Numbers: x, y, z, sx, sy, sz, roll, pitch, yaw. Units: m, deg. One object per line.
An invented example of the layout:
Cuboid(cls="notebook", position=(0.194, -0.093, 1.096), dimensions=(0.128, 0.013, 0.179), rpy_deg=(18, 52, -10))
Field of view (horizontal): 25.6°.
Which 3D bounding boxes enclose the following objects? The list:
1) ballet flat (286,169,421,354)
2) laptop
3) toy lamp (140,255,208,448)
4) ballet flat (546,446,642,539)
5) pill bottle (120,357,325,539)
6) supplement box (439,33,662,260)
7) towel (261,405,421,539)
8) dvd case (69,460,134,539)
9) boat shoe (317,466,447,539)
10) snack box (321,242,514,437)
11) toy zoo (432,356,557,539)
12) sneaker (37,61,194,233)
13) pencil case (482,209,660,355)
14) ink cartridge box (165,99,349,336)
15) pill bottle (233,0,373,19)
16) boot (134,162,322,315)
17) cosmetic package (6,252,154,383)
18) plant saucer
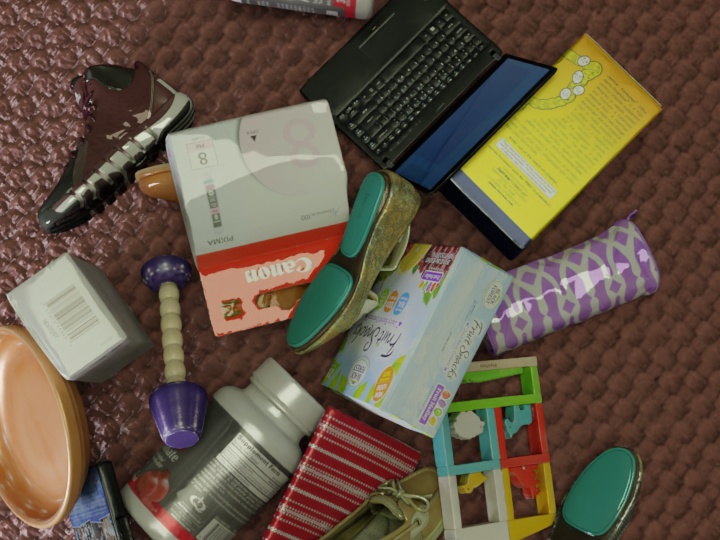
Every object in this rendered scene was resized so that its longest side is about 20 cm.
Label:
Cuboid(cls="ballet flat", position=(0.000, 0.000, 1.541), dimensions=(0.071, 0.071, 0.200), rpy_deg=(27, 95, 2))
Cuboid(cls="laptop", position=(0.063, -0.190, 1.587), dimensions=(0.177, 0.103, 0.200), rpy_deg=(-45, 78, -5))
Cuboid(cls="toy lamp", position=(-0.180, 0.077, 1.527), dimensions=(0.058, 0.058, 0.200), rpy_deg=(-10, 55, -2))
Cuboid(cls="ballet flat", position=(0.223, 0.267, 1.573), dimensions=(0.072, 0.072, 0.200), rpy_deg=(30, 87, 3))
Cuboid(cls="pill bottle", position=(-0.128, 0.184, 1.546), dimensions=(0.111, 0.111, 0.200), rpy_deg=(44, 85, 4))
Cuboid(cls="supplement box", position=(0.187, -0.121, 1.590), dimensions=(0.200, 0.109, 0.110), rpy_deg=(-45, 87, -5))
Cuboid(cls="towel", position=(-0.030, 0.244, 1.551), dimensions=(0.145, 0.022, 0.200), rpy_deg=(31, 83, -43))
Cuboid(cls="dvd case", position=(-0.239, 0.287, 1.531), dimensions=(0.018, 0.143, 0.200), rpy_deg=(-14, 84, -28))
Cuboid(cls="boat shoe", position=(0.013, 0.249, 1.527), dimensions=(0.201, 0.073, 0.063), rpy_deg=(-35, 126, -23))
Cuboid(cls="snack box", position=(0.051, 0.061, 1.521), dimensions=(0.068, 0.200, 0.169), rpy_deg=(29, 85, -15))
Cuboid(cls="toy zoo", position=(0.132, 0.189, 1.568), dimensions=(0.131, 0.020, 0.200), rpy_deg=(-3, 83, -35))
Cuboid(cls="sneaker", position=(-0.274, -0.135, 1.612), dimensions=(0.200, 0.076, 0.116), rpy_deg=(-43, 81, -15))
Cuboid(cls="pencil case", position=(0.199, 0.015, 1.591), dimensions=(0.200, 0.084, 0.086), rpy_deg=(-20, 75, -5))
Cuboid(cls="ink cartridge box", position=(-0.088, -0.053, 1.548), dimensions=(0.163, 0.057, 0.200), rpy_deg=(-14, 85, -11))
Cuboid(cls="pill bottle", position=(-0.080, -0.321, 1.607), dimensions=(0.200, 0.111, 0.111), rpy_deg=(8, 84, 0))
Cuboid(cls="boot", position=(-0.133, -0.030, 1.603), dimensions=(0.200, 0.077, 0.155), rpy_deg=(5, 88, -7))
Cuboid(cls="cosmetic package", position=(-0.264, 0.049, 1.521), dimensions=(0.074, 0.200, 0.102), rpy_deg=(-35, 85, -4))
Cuboid(cls="plant saucer", position=(-0.316, 0.148, 1.533), dimensions=(0.037, 0.200, 0.200), rpy_deg=(-14, 83, -38))
